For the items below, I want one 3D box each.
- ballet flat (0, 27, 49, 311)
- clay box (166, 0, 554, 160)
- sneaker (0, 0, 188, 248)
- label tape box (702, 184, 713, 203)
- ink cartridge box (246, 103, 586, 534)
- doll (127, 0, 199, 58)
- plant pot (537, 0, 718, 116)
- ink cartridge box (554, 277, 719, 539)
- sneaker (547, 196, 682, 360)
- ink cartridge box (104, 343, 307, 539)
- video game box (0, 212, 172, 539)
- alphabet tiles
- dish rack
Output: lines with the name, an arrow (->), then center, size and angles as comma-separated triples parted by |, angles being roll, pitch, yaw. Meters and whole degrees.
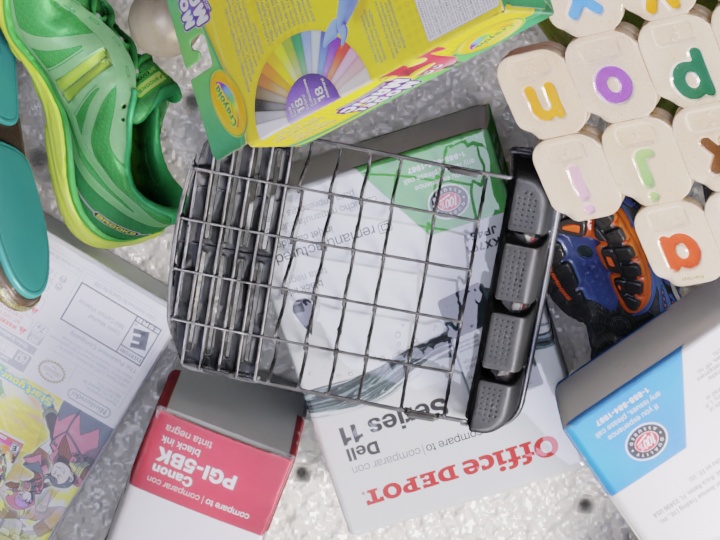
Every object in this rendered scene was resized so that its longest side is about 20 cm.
ballet flat -> -0.212, -0.065, 1.450 | 0.070, 0.071, 0.201 | -12, 72, 4
clay box -> -0.007, -0.140, 1.326 | 0.199, 0.047, 0.116 | -25, 76, 38
sneaker -> -0.139, -0.111, 1.457 | 0.083, 0.074, 0.201 | -5, 113, 28
label tape box -> 0.270, -0.072, 1.386 | 0.142, 0.200, 0.067 | -4, 77, -10
ink cartridge box -> 0.032, 0.028, 1.487 | 0.146, 0.083, 0.201 | -18, 102, 6
doll -> -0.108, -0.210, 1.395 | 0.135, 0.048, 0.202 | -4, 103, 0
plant pot -> 0.185, -0.182, 1.392 | 0.200, 0.201, 0.193 | 45, 112, -9
ink cartridge box -> 0.217, 0.111, 1.416 | 0.146, 0.084, 0.201 | -34, 101, 6
sneaker -> 0.157, 0.026, 1.490 | 0.075, 0.079, 0.201 | -6, 121, 25
ink cartridge box -> -0.102, 0.159, 1.488 | 0.082, 0.147, 0.201 | 20, 102, -2
video game box -> -0.225, 0.046, 1.517 | 0.199, 0.047, 0.183 | 31, 99, -6
alphabet tiles -> 0.169, -0.085, 1.319 | 0.199, 0.015, 0.196 | -12, 116, 31
dish rack -> 0.000, 0.000, 1.413 | 0.198, 0.055, 0.155 | 11, 101, 2
